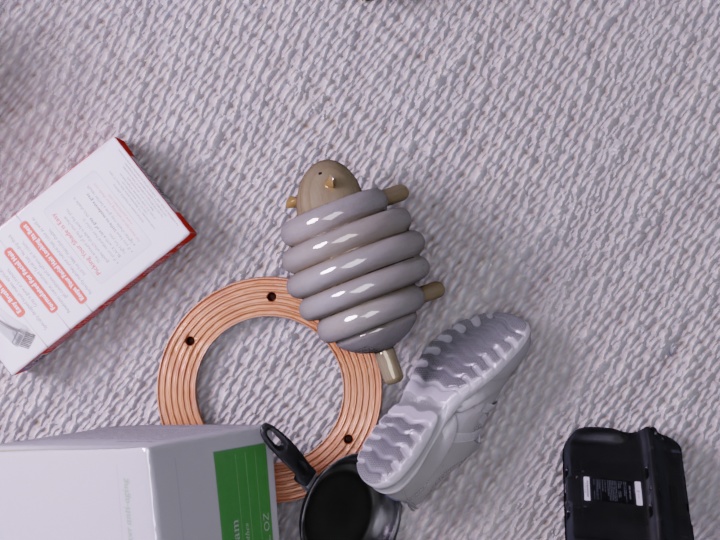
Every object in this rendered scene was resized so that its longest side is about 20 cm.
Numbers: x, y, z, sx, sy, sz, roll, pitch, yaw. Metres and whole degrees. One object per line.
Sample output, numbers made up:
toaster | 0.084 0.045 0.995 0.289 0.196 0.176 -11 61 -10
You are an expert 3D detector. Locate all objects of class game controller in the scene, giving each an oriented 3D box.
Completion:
game controller | 0.222 0.193 1.566 0.104 0.200 0.042 -2 118 6

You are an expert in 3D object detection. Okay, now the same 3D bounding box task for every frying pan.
frying pan | -0.037 0.203 1.599 0.190 0.031 0.115 21 82 -41

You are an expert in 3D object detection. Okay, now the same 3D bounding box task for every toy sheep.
toy sheep | 0.000 0.000 1.597 0.138 0.138 0.200 -24 86 2

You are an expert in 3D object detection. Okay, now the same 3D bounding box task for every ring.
ring | -0.080 0.105 1.660 0.200 0.019 0.201 0 90 3

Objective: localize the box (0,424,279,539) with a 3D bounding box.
box | -0.189 0.232 1.552 0.200 0.171 0.199 -5 89 35

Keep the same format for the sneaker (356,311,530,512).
sneaker | 0.079 0.121 1.637 0.200 0.082 0.075 -47 44 -10

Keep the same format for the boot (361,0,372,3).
boot | 0.054 -0.338 1.628 0.154 0.073 0.204 -13 92 -3

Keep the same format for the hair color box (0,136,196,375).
hair color box | -0.256 -0.013 1.646 0.200 0.064 0.111 -38 89 0
